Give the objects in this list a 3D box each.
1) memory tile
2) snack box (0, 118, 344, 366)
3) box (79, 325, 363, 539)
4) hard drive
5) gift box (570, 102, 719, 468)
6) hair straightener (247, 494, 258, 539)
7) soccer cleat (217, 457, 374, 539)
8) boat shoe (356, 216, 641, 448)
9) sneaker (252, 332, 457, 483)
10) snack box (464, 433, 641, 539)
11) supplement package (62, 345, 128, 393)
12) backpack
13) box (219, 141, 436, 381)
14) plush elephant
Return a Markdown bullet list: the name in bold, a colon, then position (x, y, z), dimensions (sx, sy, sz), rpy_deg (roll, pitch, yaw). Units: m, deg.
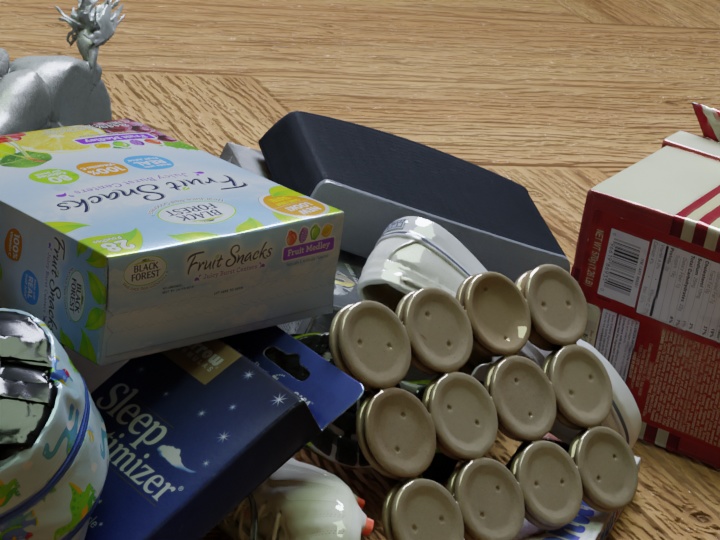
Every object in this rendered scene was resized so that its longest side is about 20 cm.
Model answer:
- **memory tile**: position (0.071, 0.078, 1.261), dimensions (0.199, 0.154, 0.017), rpy_deg (-11, -10, -42)
- **snack box**: position (-0.136, -0.022, 1.255), dimensions (0.168, 0.068, 0.200), rpy_deg (-12, 28, -43)
- **box**: position (-0.106, 0.096, 1.185), dimensions (0.200, 0.032, 0.121), rpy_deg (-41, 41, -17)
- **hard drive**: position (0.039, -0.041, 1.467), dimensions (0.199, 0.042, 0.135), rpy_deg (17, 25, -23)
- **gift box**: position (0.236, 0.006, 1.511), dimensions (0.199, 0.185, 0.187), rpy_deg (26, 27, 24)
- **hair straightener**: position (-0.117, 0.115, 1.217), dimensions (0.041, 0.077, 0.200), rpy_deg (25, 4, -42)
- **soccer cleat**: position (-0.056, 0.125, 1.228), dimensions (0.077, 0.070, 0.200), rpy_deg (20, 7, -24)
- **boat shoe**: position (0.080, 0.055, 1.344), dimensions (0.200, 0.071, 0.070), rpy_deg (42, 49, -8)
- **sneaker**: position (-0.014, 0.083, 1.317), dimensions (0.081, 0.074, 0.200), rpy_deg (4, -15, 31)
- **snack box**: position (0.108, 0.145, 1.312), dimensions (0.072, 0.024, 0.200), rpy_deg (16, 21, 14)
- **supplement package**: position (-0.216, 0.032, 1.347), dimensions (0.199, 0.118, 0.117), rpy_deg (0, 22, -20)
- **backpack**: position (-0.226, 0.093, 1.122), dimensions (0.199, 0.154, 0.164), rpy_deg (-24, 36, 14)
- **box**: position (0.000, 0.000, 1.458), dimensions (0.158, 0.048, 0.200), rpy_deg (14, 26, -29)
- **plush elephant**: position (-0.252, -0.099, 1.475), dimensions (0.154, 0.201, 0.165), rpy_deg (1, -29, 27)
